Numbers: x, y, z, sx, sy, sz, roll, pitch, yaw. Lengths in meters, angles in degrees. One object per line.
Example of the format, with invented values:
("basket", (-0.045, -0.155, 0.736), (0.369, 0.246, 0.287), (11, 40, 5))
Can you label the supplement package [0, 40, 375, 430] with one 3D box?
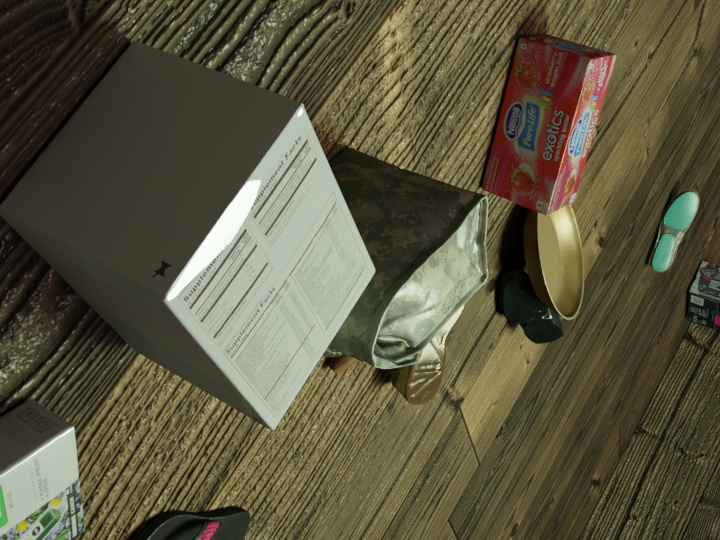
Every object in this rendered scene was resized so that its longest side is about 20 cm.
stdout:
("supplement package", (-0.107, -0.019, 0.684), (0.151, 0.151, 0.201), (-56, 152, -19))

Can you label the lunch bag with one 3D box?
("lunch bag", (0.000, 0.000, 0.882), (0.200, 0.163, 0.119), (-43, 142, -36))

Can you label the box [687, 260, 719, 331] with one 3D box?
("box", (1.038, 0.078, 2.885), (0.116, 0.131, 0.200), (-60, 153, -18))

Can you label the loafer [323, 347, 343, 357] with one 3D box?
("loafer", (0.014, 0.003, 1.027), (0.200, 0.067, 0.076), (-49, 149, 0))

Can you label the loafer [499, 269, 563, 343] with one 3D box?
("loafer", (0.256, 0.043, 1.516), (0.200, 0.072, 0.073), (50, 28, -54))

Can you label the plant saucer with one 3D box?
("plant saucer", (0.281, -0.027, 1.451), (0.200, 0.035, 0.203), (21, 65, -57))

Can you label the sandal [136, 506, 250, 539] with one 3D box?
("sandal", (-0.156, 0.269, 0.946), (0.199, 0.045, 0.076), (6, 106, -62))

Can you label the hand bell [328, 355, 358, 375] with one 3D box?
("hand bell", (0.034, 0.034, 1.088), (0.200, 0.104, 0.104), (-48, 150, -7))

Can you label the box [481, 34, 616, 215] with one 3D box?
("box", (0.234, -0.184, 1.235), (0.095, 0.099, 0.202), (-22, 131, -53))

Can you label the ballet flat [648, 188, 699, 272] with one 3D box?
("ballet flat", (0.703, -0.093, 2.218), (0.072, 0.067, 0.202), (-48, 155, -72))

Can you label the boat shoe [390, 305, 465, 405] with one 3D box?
("boat shoe", (0.076, 0.061, 1.201), (0.073, 0.063, 0.202), (8, 103, -35))

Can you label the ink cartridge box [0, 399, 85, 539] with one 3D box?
("ink cartridge box", (-0.276, 0.185, 0.652), (0.200, 0.050, 0.110), (-37, 141, -46))
